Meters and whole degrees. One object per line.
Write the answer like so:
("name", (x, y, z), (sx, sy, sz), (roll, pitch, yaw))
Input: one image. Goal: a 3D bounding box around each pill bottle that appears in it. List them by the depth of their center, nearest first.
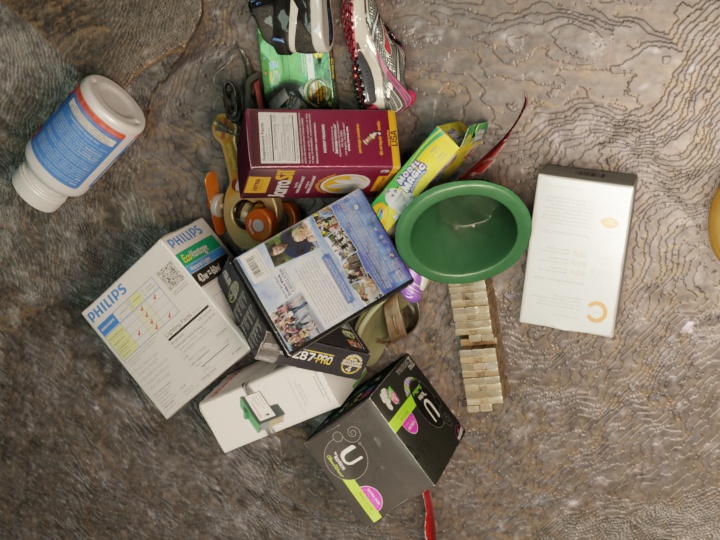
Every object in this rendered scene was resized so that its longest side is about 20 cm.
("pill bottle", (-0.415, -0.179, 1.724), (0.200, 0.112, 0.112), (-42, 89, 20))

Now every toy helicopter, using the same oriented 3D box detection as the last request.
("toy helicopter", (-0.175, -0.125, 1.687), (0.132, 0.079, 0.201), (-13, 94, 33))

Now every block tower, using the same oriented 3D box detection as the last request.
("block tower", (0.164, 0.091, 1.645), (0.054, 0.058, 0.201), (-6, 103, 18))

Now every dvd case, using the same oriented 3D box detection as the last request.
("dvd case", (-0.046, 0.002, 1.513), (0.200, 0.018, 0.143), (-30, 91, -20))

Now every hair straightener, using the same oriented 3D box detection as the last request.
("hair straightener", (-0.164, -0.213, 1.637), (0.077, 0.041, 0.201), (-5, 78, -21))

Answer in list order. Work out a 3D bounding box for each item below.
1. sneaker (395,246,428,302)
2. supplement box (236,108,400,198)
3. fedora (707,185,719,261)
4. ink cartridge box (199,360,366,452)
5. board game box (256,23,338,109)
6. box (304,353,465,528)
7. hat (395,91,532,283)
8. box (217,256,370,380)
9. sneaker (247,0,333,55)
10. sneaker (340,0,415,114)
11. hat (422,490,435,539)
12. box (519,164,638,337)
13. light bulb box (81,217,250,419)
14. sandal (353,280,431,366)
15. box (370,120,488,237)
("sneaker", (0.000, 0.000, 1.612), (0.199, 0.081, 0.084), (12, 91, 34))
("supplement box", (-0.058, -0.153, 1.568), (0.199, 0.110, 0.086), (-2, 72, -13))
("fedora", (0.534, -0.066, 1.479), (0.200, 0.082, 0.202), (2, 103, 11))
("ink cartridge box", (-0.110, 0.169, 1.698), (0.199, 0.146, 0.085), (-25, 97, 21))
("board game box", (-0.084, -0.248, 1.654), (0.104, 0.023, 0.201), (0, 104, 19))
("box", (0.038, 0.231, 1.639), (0.124, 0.200, 0.149), (-37, 91, 21))
("hat", (0.141, -0.102, 1.570), (0.199, 0.176, 0.166), (-10, 130, 6))
("box", (-0.093, 0.064, 1.611), (0.161, 0.200, 0.049), (14, 114, -29))
("sneaker", (-0.098, -0.389, 1.585), (0.111, 0.073, 0.201), (-1, 91, 16))
("sneaker", (0.020, -0.306, 1.588), (0.074, 0.081, 0.201), (-13, 101, -10))
("hat", (0.140, 0.440, 1.749), (0.165, 0.177, 0.200), (9, 142, 0))
("box", (0.287, -0.028, 1.555), (0.124, 0.097, 0.201), (9, 105, 14))
("light bulb box", (-0.256, 0.068, 1.721), (0.198, 0.125, 0.200), (-39, 90, 27))
("sandal", (0.055, 0.057, 1.650), (0.057, 0.080, 0.201), (46, 113, 30))
("box", (0.086, -0.128, 1.581), (0.048, 0.117, 0.200), (46, 111, 7))
